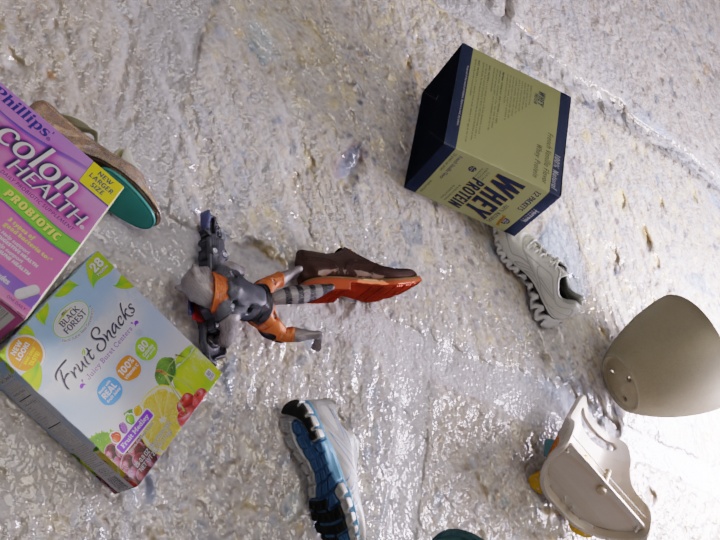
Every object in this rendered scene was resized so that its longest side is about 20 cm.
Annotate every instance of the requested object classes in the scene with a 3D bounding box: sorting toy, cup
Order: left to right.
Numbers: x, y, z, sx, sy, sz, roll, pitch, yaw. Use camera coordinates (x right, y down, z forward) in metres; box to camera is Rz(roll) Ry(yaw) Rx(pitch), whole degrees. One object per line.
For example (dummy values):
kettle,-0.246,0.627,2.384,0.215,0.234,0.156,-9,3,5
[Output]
sorting toy,0.349,0.285,1.527,0.200,0.107,0.180,48,41,-13
cup,0.478,0.156,1.640,0.142,0.200,0.202,-20,84,-16

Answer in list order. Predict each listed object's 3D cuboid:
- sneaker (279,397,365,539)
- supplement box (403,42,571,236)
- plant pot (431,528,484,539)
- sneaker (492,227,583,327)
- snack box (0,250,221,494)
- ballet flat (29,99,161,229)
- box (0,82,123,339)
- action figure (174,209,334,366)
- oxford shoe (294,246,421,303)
sneaker,-0.024,0.247,1.245,0.086,0.075,0.202,-9,78,-47
supplement box,0.196,-0.197,1.545,0.198,0.134,0.201,22,58,-16
plant pot,0.074,0.435,1.176,0.195,0.200,0.202,-20,85,-34
sneaker,0.283,-0.009,1.603,0.075,0.081,0.201,-35,94,-41
snack box,-0.275,0.109,1.095,0.200,0.068,0.169,45,50,-13
ballet flat,-0.305,-0.129,1.175,0.200,0.068,0.068,38,44,-23
box,-0.381,-0.061,1.059,0.176,0.096,0.201,42,50,-18
action figure,-0.137,0.011,1.230,0.192,0.104,0.202,7,67,-43
oxford shoe,0.000,0.000,1.371,0.199,0.071,0.073,1,66,-39
